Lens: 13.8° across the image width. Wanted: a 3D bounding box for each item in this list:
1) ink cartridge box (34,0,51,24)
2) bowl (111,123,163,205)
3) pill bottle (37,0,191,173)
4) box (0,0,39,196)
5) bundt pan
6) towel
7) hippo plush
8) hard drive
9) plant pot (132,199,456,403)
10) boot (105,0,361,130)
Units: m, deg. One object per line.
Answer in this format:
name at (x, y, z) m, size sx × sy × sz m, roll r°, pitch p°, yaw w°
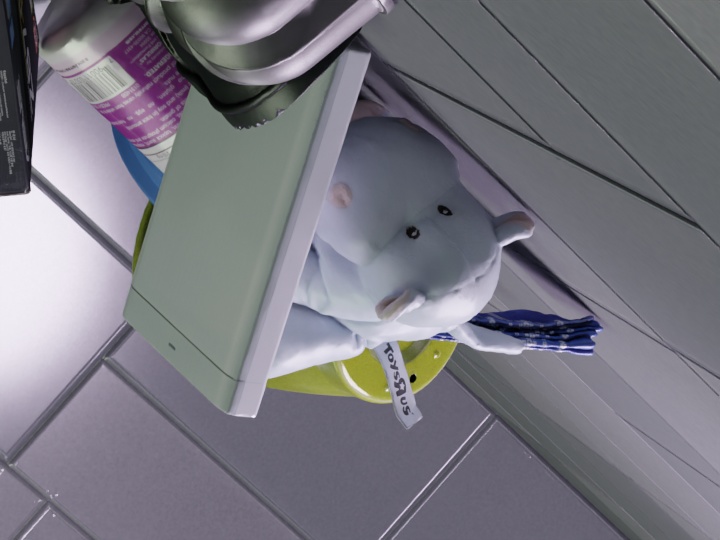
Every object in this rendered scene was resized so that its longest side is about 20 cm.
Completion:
ink cartridge box at (-0.247, -0.251, 1.721) m, size 0.200 × 0.176 × 0.084 m, roll 42°, pitch -152°, yaw 25°
bowl at (-0.068, -0.066, 1.858) m, size 0.200 × 0.039 × 0.201 m, roll 28°, pitch -151°, yaw -18°
pill bottle at (-0.083, -0.103, 1.719) m, size 0.200 × 0.112 × 0.112 m, roll 43°, pitch 177°, yaw -20°
box at (-0.204, -0.163, 1.559) m, size 0.162 × 0.049 × 0.201 m, roll -94°, pitch 0°, yaw -58°
bundt pan at (-0.083, -0.154, 1.277) m, size 0.202 × 0.076 × 0.202 m, roll 43°, pitch 178°, yaw 1°
towel at (0.032, 0.026, 1.795) m, size 0.199 × 0.024 × 0.145 m, roll 6°, pitch -178°, yaw -17°
hippo plush at (0.000, 0.000, 1.603) m, size 0.201 × 0.159 × 0.161 m, roll 58°, pitch 166°, yaw -7°
hard drive at (-0.063, -0.042, 1.559) m, size 0.027 × 0.201 × 0.132 m, roll 8°, pitch -162°, yaw -33°
plant pot at (-0.029, 0.008, 2.160) m, size 0.192 × 0.201 × 0.200 m, roll 22°, pitch 164°, yaw 46°
boot at (-0.096, -0.154, 1.430) m, size 0.168 × 0.076 × 0.200 m, roll 46°, pitch 173°, yaw -19°
